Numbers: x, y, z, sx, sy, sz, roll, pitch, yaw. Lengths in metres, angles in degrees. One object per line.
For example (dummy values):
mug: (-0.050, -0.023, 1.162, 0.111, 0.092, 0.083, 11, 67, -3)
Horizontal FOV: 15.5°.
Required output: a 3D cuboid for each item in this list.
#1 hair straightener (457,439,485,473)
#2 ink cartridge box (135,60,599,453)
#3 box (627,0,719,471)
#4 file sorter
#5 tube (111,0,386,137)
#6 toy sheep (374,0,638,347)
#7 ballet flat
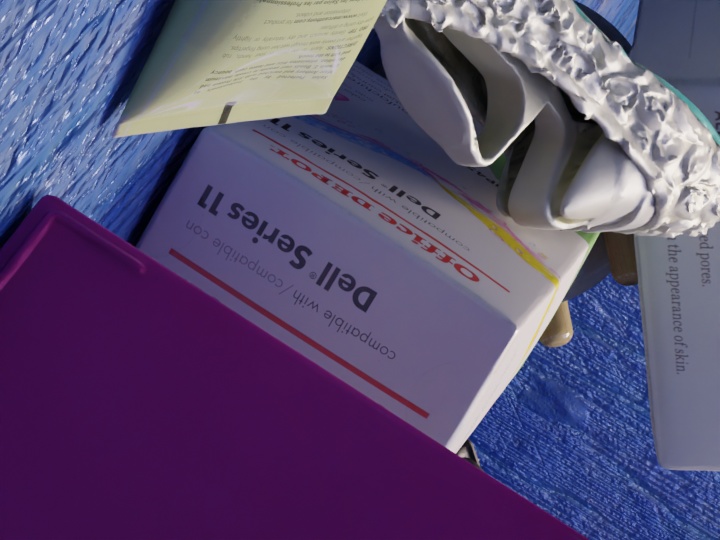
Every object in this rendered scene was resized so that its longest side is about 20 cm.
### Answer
hair straightener: (0.021, 0.105, 1.068, 0.077, 0.041, 0.200, -34, 176, -20)
ink cartridge box: (0.000, 0.000, 0.844, 0.067, 0.117, 0.200, -60, 175, 19)
box: (0.179, -0.057, 1.013, 0.199, 0.131, 0.200, -77, 162, -47)
file sorter: (-0.042, 0.110, 0.674, 0.139, 0.200, 0.125, -55, 176, -30)
tube: (0.001, -0.112, 0.658, 0.052, 0.058, 0.200, -86, -161, -53)
toy sheep: (0.060, -0.044, 1.054, 0.138, 0.138, 0.200, -56, -174, -25)
ballet flat: (0.051, -0.053, 0.840, 0.200, 0.072, 0.072, 42, 75, -40)
